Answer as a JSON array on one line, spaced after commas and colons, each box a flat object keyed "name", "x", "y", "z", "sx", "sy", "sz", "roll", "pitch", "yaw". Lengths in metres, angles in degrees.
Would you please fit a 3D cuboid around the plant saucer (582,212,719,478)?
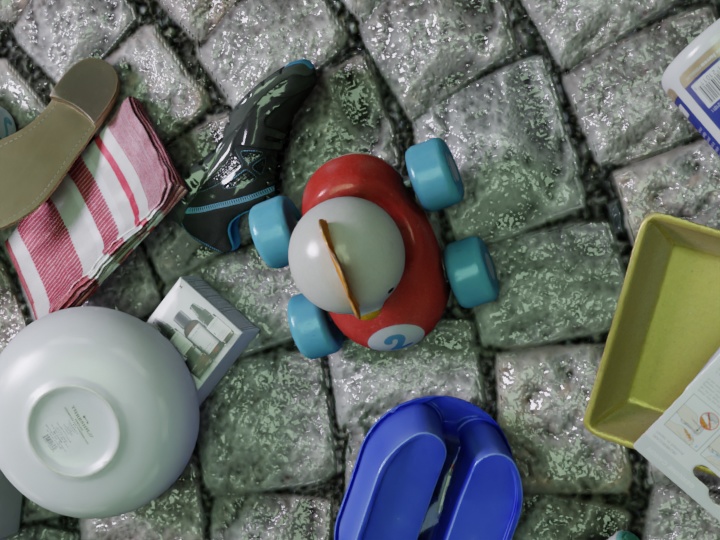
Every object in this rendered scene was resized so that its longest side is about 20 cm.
[{"name": "plant saucer", "x": 0.306, "y": 0.067, "z": 1.078, "sx": 0.200, "sy": 0.048, "sz": 0.200, "roll": 18, "pitch": 108, "yaw": 15}]

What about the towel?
[{"name": "towel", "x": -0.255, "y": -0.053, "z": 1.233, "sx": 0.200, "sy": 0.023, "sz": 0.144, "roll": -45, "pitch": 49, "yaw": 14}]

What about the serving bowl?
[{"name": "serving bowl", "x": -0.250, "y": 0.136, "z": 1.182, "sx": 0.200, "sy": 0.066, "sz": 0.200, "roll": 1, "pitch": 101, "yaw": 6}]

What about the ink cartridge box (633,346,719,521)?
[{"name": "ink cartridge box", "x": 0.340, "y": 0.117, "z": 1.033, "sx": 0.160, "sy": 0.047, "sz": 0.200, "roll": 40, "pitch": 117, "yaw": 7}]

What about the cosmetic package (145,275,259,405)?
[{"name": "cosmetic package", "x": -0.191, "y": 0.106, "z": 1.236, "sx": 0.083, "sy": 0.051, "sz": 0.200, "roll": 41, "pitch": 101, "yaw": 13}]

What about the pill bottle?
[{"name": "pill bottle", "x": 0.343, "y": -0.112, "z": 1.041, "sx": 0.116, "sy": 0.116, "sz": 0.200, "roll": -39, "pitch": 81, "yaw": 14}]

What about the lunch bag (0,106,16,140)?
[{"name": "lunch bag", "x": -0.436, "y": -0.091, "z": 1.290, "sx": 0.161, "sy": 0.082, "sz": 0.200, "roll": 24, "pitch": 99, "yaw": 12}]

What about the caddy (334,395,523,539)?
[{"name": "caddy", "x": 0.058, "y": 0.209, "z": 1.140, "sx": 0.141, "sy": 0.105, "sz": 0.200, "roll": 18, "pitch": 96, "yaw": -7}]

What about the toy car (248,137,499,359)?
[{"name": "toy car", "x": 0.000, "y": 0.000, "z": 1.087, "sx": 0.184, "sy": 0.200, "sz": 0.177, "roll": -19, "pitch": 100, "yaw": 14}]

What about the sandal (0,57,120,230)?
[{"name": "sandal", "x": -0.304, "y": -0.108, "z": 1.262, "sx": 0.078, "sy": 0.070, "sz": 0.212, "roll": 38, "pitch": 78, "yaw": 6}]

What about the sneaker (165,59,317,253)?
[{"name": "sneaker", "x": -0.094, "y": -0.104, "z": 1.200, "sx": 0.082, "sy": 0.073, "sz": 0.200, "roll": 41, "pitch": 111, "yaw": 3}]

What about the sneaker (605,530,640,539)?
[{"name": "sneaker", "x": 0.207, "y": 0.323, "z": 1.123, "sx": 0.091, "sy": 0.078, "sz": 0.200, "roll": -8, "pitch": 85, "yaw": 32}]

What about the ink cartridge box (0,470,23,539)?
[{"name": "ink cartridge box", "x": -0.434, "y": 0.179, "z": 1.291, "sx": 0.200, "sy": 0.084, "sz": 0.146, "roll": 7, "pitch": 93, "yaw": 16}]
